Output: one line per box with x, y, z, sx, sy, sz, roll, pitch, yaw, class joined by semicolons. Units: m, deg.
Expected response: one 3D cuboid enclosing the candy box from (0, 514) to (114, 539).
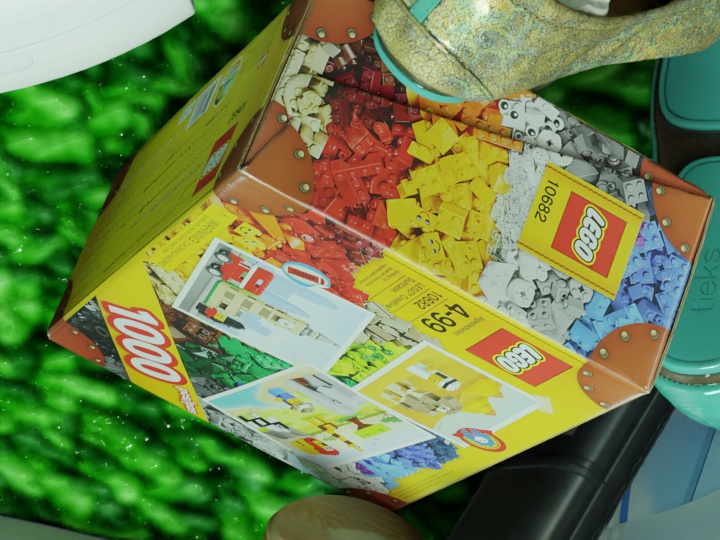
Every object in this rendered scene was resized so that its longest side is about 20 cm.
-0.147;0.200;1.020;0.168;0.072;0.200;13;111;-9;candy box

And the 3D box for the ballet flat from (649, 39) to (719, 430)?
0.134;-0.033;0.912;0.067;0.200;0.070;3;152;21;ballet flat

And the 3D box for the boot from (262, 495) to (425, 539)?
-0.010;0.162;0.969;0.144;0.071;0.201;-47;148;13;boot

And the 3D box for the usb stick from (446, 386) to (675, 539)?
0.084;0.049;0.913;0.055;0.200;0.033;-9;126;45;usb stick

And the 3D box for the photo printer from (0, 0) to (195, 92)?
-0.145;-0.155;0.872;0.166;0.069;0.200;-11;113;2;photo printer

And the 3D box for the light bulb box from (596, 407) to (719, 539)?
0.158;0.115;0.895;0.200;0.198;0.125;-15;122;34;light bulb box

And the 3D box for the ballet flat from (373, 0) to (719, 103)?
0.080;-0.100;0.826;0.071;0.200;0.071;12;111;34;ballet flat

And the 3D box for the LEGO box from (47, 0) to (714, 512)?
0.000;0.000;0.880;0.149;0.200;0.077;28;65;-13;LEGO box

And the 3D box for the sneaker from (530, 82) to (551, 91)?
0.008;-0.140;0.894;0.076;0.105;0.200;-46;138;-1;sneaker
